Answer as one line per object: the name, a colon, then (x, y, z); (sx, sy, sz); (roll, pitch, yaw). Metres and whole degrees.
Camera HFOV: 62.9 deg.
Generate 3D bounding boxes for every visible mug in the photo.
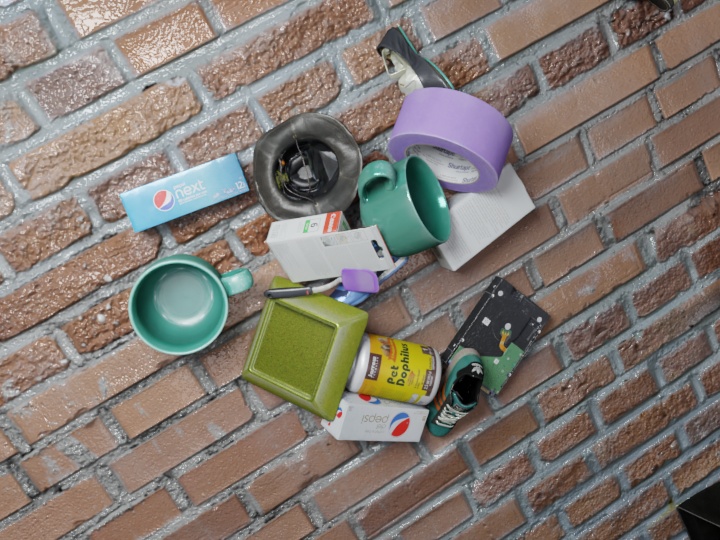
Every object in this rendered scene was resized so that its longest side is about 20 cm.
mug: (-0.282, 0.054, 0.982); (0.182, 0.114, 0.154); (12, 95, -15)
mug: (0.060, -0.113, 0.991); (0.113, 0.153, 0.186); (-21, 113, 30)

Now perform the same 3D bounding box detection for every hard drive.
hard drive: (0.267, 0.132, 1.166); (0.139, 0.038, 0.201); (34, 89, -15)

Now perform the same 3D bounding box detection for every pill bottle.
pill bottle: (0.041, 0.177, 1.083); (0.197, 0.109, 0.111); (13, 95, -14)

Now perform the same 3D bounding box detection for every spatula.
spatula: (-0.068, 0.028, 1.005); (0.197, 0.021, 0.057); (-9, 134, -1)

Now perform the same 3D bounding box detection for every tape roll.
tape roll: (0.151, -0.216, 0.999); (0.198, 0.200, 0.086); (25, 79, -15)

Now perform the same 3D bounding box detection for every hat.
hat: (-0.083, -0.171, 1.015); (0.197, 0.081, 0.204); (2, 100, 14)

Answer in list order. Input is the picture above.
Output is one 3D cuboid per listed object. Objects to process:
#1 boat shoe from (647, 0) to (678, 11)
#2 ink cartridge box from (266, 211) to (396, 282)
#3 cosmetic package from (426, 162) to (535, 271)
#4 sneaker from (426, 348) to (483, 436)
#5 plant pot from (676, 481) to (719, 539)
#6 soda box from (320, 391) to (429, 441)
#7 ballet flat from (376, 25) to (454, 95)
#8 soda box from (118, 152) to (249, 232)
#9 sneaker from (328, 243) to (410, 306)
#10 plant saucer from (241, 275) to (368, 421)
boat shoe: (0.510, -0.548, 1.113); (0.199, 0.073, 0.065); (32, 101, -12)
ink cartridge box: (-0.046, -0.042, 0.992); (0.197, 0.051, 0.110); (-8, 138, 20)
cosmetic package: (0.214, -0.102, 1.102); (0.199, 0.071, 0.102); (-37, 104, -5)
sneaker: (0.177, 0.248, 1.118); (0.070, 0.080, 0.202); (16, 115, -8)
plant pot: (0.864, 0.577, 1.298); (0.176, 0.199, 0.201); (-33, 104, -19)
soda box: (0.030, 0.269, 1.084); (0.198, 0.063, 0.069); (14, 96, -36)
ballet flat: (0.085, -0.337, 0.999); (0.072, 0.073, 0.201); (-22, 57, -15)
soda box: (-0.291, -0.131, 0.987); (0.198, 0.064, 0.069); (-22, 102, -9)
sneaker: (0.000, 0.000, 1.070); (0.200, 0.074, 0.083); (-42, 105, -13)
plant saucer: (-0.109, 0.134, 1.022); (0.198, 0.048, 0.202); (20, 94, 20)
